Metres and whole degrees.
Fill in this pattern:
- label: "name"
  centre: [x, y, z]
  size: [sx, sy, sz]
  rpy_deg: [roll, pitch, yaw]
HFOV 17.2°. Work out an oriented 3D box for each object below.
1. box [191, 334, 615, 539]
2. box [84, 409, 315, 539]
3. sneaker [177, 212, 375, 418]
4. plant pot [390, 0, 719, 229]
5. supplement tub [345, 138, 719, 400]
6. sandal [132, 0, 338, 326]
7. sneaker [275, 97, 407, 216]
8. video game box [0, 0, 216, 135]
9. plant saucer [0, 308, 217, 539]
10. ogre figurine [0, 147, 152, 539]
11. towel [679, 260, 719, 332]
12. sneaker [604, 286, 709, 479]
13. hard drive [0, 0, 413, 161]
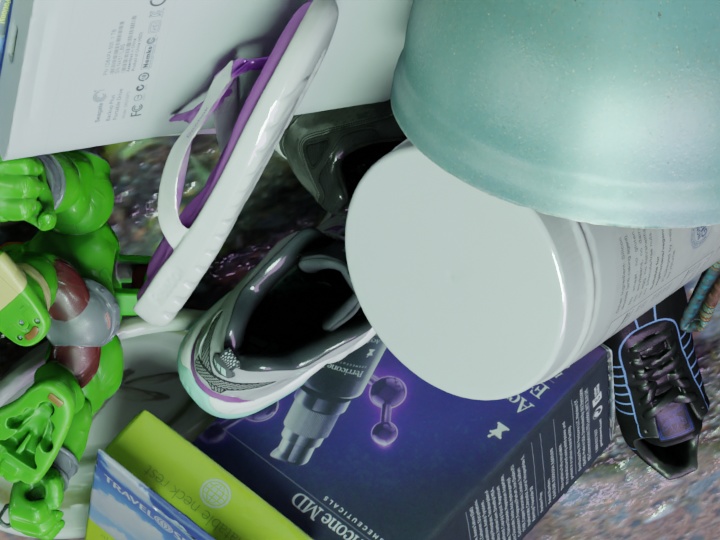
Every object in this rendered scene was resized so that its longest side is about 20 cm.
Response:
- label: "box"
  centre: [0.026, 0.098, 1.339]
  size: [0.200, 0.148, 0.104]
  rpy_deg: [-45, 152, -22]
- label: "box"
  centre: [-0.091, 0.154, 1.300]
  size: [0.048, 0.122, 0.200]
  rpy_deg: [-50, 170, -25]
- label: "sneaker"
  centre: [0.000, 0.000, 1.238]
  size: [0.200, 0.078, 0.140]
  rpy_deg: [-42, -179, -19]
- label: "plant pot"
  centre: [0.119, -0.127, 1.052]
  size: [0.200, 0.200, 0.134]
  rpy_deg: [-9, 124, -23]
- label: "supplement tub"
  centre: [0.101, -0.033, 1.150]
  size: [0.200, 0.132, 0.132]
  rpy_deg: [-29, 156, -45]
- label: "sandal"
  centre: [-0.071, -0.050, 1.099]
  size: [0.050, 0.082, 0.203]
  rpy_deg: [29, 126, -4]
- label: "sneaker"
  centre: [0.043, -0.096, 1.202]
  size: [0.200, 0.091, 0.066]
  rpy_deg: [-36, 145, 16]
- label: "video game box"
  centre: [-0.118, -0.140, 1.083]
  size: [0.182, 0.047, 0.200]
  rpy_deg: [-7, 142, -30]
- label: "plant saucer"
  centre: [-0.139, 0.076, 1.352]
  size: [0.200, 0.050, 0.200]
  rpy_deg: [-17, 144, -12]
- label: "ogre figurine"
  centre: [-0.152, 0.022, 1.184]
  size: [0.098, 0.120, 0.200]
  rpy_deg: [-13, 110, 21]
- label: "towel"
  centre: [0.235, -0.071, 1.302]
  size: [0.200, 0.022, 0.147]
  rpy_deg: [-57, 171, -43]
- label: "sneaker"
  centre: [0.188, 0.060, 1.512]
  size: [0.070, 0.078, 0.200]
  rpy_deg: [-24, 146, -1]
- label: "hard drive"
  centre: [-0.064, -0.116, 1.088]
  size: [0.200, 0.025, 0.132]
  rpy_deg: [-11, 144, -25]
